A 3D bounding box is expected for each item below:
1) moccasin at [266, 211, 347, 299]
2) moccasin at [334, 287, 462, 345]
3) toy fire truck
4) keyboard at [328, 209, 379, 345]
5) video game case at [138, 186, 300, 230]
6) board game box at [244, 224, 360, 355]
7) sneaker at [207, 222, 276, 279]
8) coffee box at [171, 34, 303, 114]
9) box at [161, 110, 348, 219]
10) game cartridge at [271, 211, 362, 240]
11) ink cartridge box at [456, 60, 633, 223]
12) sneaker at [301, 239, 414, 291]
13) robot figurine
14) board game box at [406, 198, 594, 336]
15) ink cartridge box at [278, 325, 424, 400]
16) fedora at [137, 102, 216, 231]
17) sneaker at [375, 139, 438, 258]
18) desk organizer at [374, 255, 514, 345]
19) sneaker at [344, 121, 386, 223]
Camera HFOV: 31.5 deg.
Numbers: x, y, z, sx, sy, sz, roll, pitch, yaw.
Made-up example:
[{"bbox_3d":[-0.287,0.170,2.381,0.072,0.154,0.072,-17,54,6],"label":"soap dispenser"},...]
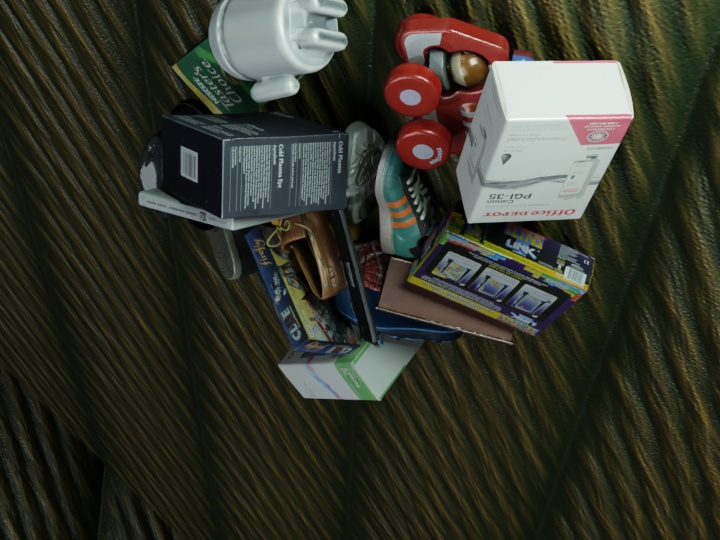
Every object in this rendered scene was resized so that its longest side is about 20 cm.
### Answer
[{"bbox_3d":[-0.088,-0.050,1.852,0.074,0.078,0.202,-32,84,57],"label":"moccasin"},{"bbox_3d":[0.057,0.080,1.920,0.199,0.081,0.068,15,151,5],"label":"moccasin"},{"bbox_3d":[0.123,-0.210,1.479,0.167,0.113,0.201,0,139,14],"label":"toy fire truck"},{"bbox_3d":[0.000,0.000,1.777,0.104,0.039,0.201,-159,55,-76],"label":"keyboard"},{"bbox_3d":[-0.170,-0.097,1.751,0.181,0.200,0.023,15,110,36],"label":"video game case"},{"bbox_3d":[-0.087,0.031,1.918,0.035,0.135,0.201,-36,65,25],"label":"board game box"},{"bbox_3d":[-0.190,-0.093,2.019,0.075,0.106,0.201,-7,98,56],"label":"sneaker"},{"bbox_3d":[-0.169,-0.277,1.756,0.123,0.044,0.200,48,150,-16],"label":"coffee box"},{"bbox_3d":[-0.142,-0.143,1.681,0.200,0.181,0.105,27,119,55],"label":"box"},{"bbox_3d":[-0.103,-0.132,1.896,0.176,0.032,0.201,10,138,41],"label":"game cartridge"},{"bbox_3d":[0.200,-0.140,1.422,0.146,0.083,0.200,-3,149,-10],"label":"ink cartridge box"},{"bbox_3d":[0.016,-0.013,1.898,0.199,0.082,0.078,7,96,26],"label":"sneaker"},{"bbox_3d":[-0.108,-0.295,1.580,0.199,0.171,0.113,1,178,40],"label":"robot figurine"},{"bbox_3d":[0.182,0.000,1.681,0.199,0.057,0.165,24,153,-7],"label":"board game box"},{"bbox_3d":[-0.015,0.128,2.040,0.200,0.145,0.088,-7,127,53],"label":"ink cartridge box"},{"bbox_3d":[-0.278,-0.148,1.936,0.200,0.091,0.202,30,129,44],"label":"fedora"},{"bbox_3d":[0.068,-0.095,1.728,0.079,0.072,0.201,11,140,15],"label":"sneaker"},{"bbox_3d":[0.125,0.040,1.808,0.199,0.077,0.072,15,-177,-1],"label":"desk organizer"},{"bbox_3d":[-0.024,-0.144,1.739,0.099,0.078,0.200,39,156,17],"label":"sneaker"}]
